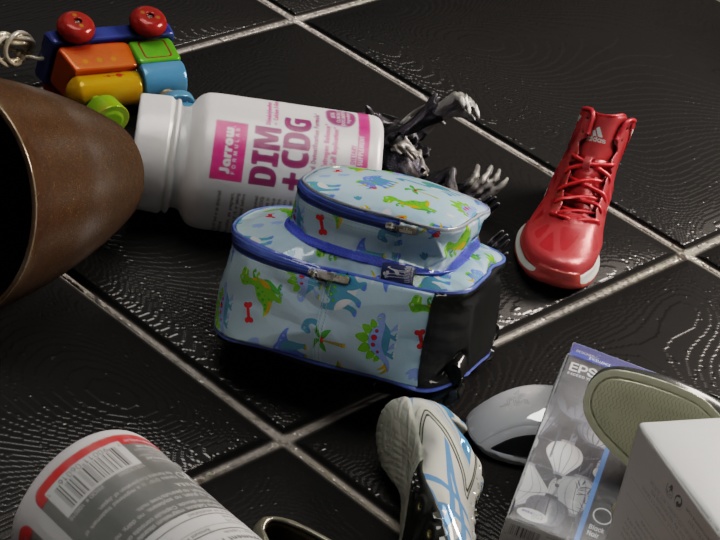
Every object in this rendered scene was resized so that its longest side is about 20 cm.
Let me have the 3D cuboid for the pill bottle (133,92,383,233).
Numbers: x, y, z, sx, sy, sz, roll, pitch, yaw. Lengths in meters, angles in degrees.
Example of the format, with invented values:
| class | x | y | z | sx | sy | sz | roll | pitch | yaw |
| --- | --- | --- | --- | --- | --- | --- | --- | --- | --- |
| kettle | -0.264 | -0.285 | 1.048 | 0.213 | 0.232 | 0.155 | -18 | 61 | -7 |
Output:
| class | x | y | z | sx | sy | sz | roll | pitch | yaw |
| --- | --- | --- | --- | --- | --- | --- | --- | --- | --- |
| pill bottle | -0.088 | -0.085 | 1.719 | 0.200 | 0.113 | 0.113 | 7 | 32 | -7 |

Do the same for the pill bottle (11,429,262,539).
| class | x | y | z | sx | sy | sz | roll | pitch | yaw |
| --- | --- | --- | --- | --- | --- | --- | --- | --- | --- |
| pill bottle | -0.110 | 0.194 | 1.263 | 0.114 | 0.114 | 0.200 | -19 | 43 | -40 |

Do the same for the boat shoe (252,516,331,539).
| class | x | y | z | sx | sy | sz | roll | pitch | yaw |
| --- | --- | --- | --- | --- | --- | --- | --- | --- | --- |
| boat shoe | 0.007 | 0.222 | 1.307 | 0.202 | 0.060 | 0.072 | 28 | 35 | 24 |

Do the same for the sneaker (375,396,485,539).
| class | x | y | z | sx | sy | sz | roll | pitch | yaw |
| --- | --- | --- | --- | --- | --- | --- | --- | --- | --- |
| sneaker | 0.058 | 0.158 | 1.423 | 0.072 | 0.072 | 0.200 | 11 | 34 | -16 |

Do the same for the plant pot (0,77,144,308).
| class | x | y | z | sx | sy | sz | roll | pitch | yaw |
| --- | --- | --- | --- | --- | --- | --- | --- | --- | --- |
| plant pot | -0.258 | -0.066 | 1.592 | 0.187 | 0.187 | 0.200 | 28 | 21 | 24 |

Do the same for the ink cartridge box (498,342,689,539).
| class | x | y | z | sx | sy | sz | roll | pitch | yaw |
| --- | --- | --- | --- | --- | --- | --- | --- | --- | --- |
| ink cartridge box | 0.173 | 0.126 | 1.485 | 0.099 | 0.039 | 0.200 | 19 | 48 | 6 |

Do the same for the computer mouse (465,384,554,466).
| class | x | y | z | sx | sy | sz | roll | pitch | yaw |
| --- | --- | --- | --- | --- | --- | --- | --- | --- | --- |
| computer mouse | 0.179 | 0.118 | 1.551 | 0.200 | 0.044 | 0.110 | 7 | 33 | -8 |

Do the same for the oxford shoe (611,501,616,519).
| class | x | y | z | sx | sy | sz | roll | pitch | yaw |
| --- | --- | --- | --- | --- | --- | --- | --- | --- | --- |
| oxford shoe | 0.258 | 0.186 | 1.413 | 0.200 | 0.071 | 0.074 | 14 | 35 | -30 |

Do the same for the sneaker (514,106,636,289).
| class | x | y | z | sx | sy | sz | roll | pitch | yaw |
| --- | --- | --- | --- | --- | --- | --- | --- | --- | --- |
| sneaker | 0.184 | -0.074 | 1.792 | 0.078 | 0.116 | 0.200 | 13 | 31 | 2 |

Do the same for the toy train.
| class | x | y | z | sx | sy | sz | roll | pitch | yaw |
| --- | --- | --- | --- | --- | --- | --- | --- | --- | --- |
| toy train | -0.244 | -0.160 | 1.831 | 0.200 | 0.085 | 0.116 | -9 | 50 | -30 |

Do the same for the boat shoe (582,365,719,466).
| class | x | y | z | sx | sy | sz | roll | pitch | yaw |
| --- | --- | --- | --- | --- | --- | --- | --- | --- | --- |
| boat shoe | 0.243 | 0.122 | 1.456 | 0.200 | 0.072 | 0.068 | 24 | 14 | -6 |

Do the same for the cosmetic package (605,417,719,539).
| class | x | y | z | sx | sy | sz | roll | pitch | yaw |
| --- | --- | --- | --- | --- | --- | --- | --- | --- | --- |
| cosmetic package | 0.259 | 0.201 | 1.295 | 0.199 | 0.200 | 0.123 | -1 | 31 | -21 |

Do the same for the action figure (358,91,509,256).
| class | x | y | z | sx | sy | sz | roll | pitch | yaw |
| --- | --- | --- | --- | --- | --- | --- | --- | --- | --- |
| action figure | 0.070 | -0.086 | 1.778 | 0.102 | 0.119 | 0.200 | -31 | 45 | 2 |

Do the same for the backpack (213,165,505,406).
| class | x | y | z | sx | sy | sz | roll | pitch | yaw |
| --- | --- | --- | --- | --- | --- | --- | --- | --- | --- |
| backpack | 0.000 | 0.000 | 1.568 | 0.200 | 0.147 | 0.183 | 10 | 13 | 13 |
